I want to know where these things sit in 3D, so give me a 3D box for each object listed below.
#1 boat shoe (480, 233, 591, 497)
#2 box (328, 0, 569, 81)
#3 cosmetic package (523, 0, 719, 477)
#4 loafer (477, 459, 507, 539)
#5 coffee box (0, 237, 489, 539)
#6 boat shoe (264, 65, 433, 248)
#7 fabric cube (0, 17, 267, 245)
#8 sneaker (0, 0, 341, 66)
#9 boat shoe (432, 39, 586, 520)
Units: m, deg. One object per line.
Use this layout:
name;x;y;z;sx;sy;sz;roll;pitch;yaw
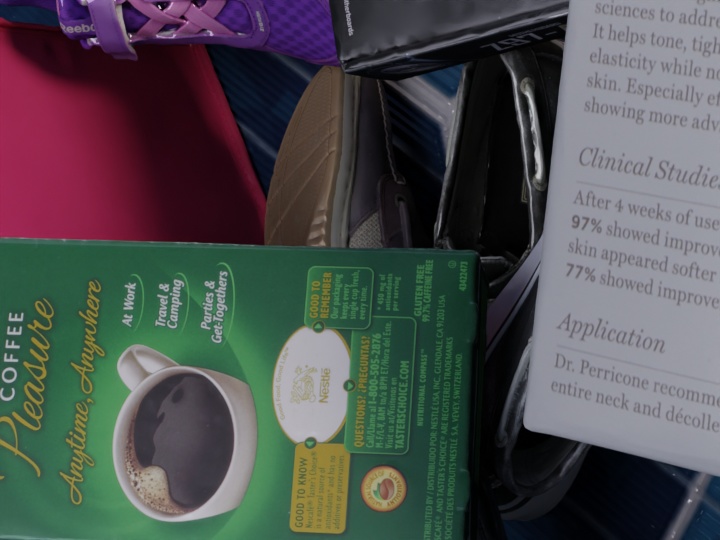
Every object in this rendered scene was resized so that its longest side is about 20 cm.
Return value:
boat shoe;0.101;-0.005;0.959;0.199;0.074;0.068;-54;28;11
box;0.054;-0.187;0.975;0.160;0.044;0.200;-12;83;31
cosmetic package;0.176;-0.032;0.853;0.167;0.166;0.200;13;100;41
loafer;0.054;0.160;0.972;0.201;0.070;0.068;68;156;14
coffee box;-0.054;0.051;0.958;0.200;0.044;0.123;0;74;8
boat shoe;0.000;0.000;1.071;0.072;0.065;0.200;-50;32;47
fabric cube;-0.170;0.018;1.148;0.199;0.200;0.196;-35;67;36
sneaker;-0.083;-0.123;1.088;0.200;0.088;0.081;23;142;26
boat shoe;0.056;0.004;1.032;0.071;0.064;0.200;7;95;42
